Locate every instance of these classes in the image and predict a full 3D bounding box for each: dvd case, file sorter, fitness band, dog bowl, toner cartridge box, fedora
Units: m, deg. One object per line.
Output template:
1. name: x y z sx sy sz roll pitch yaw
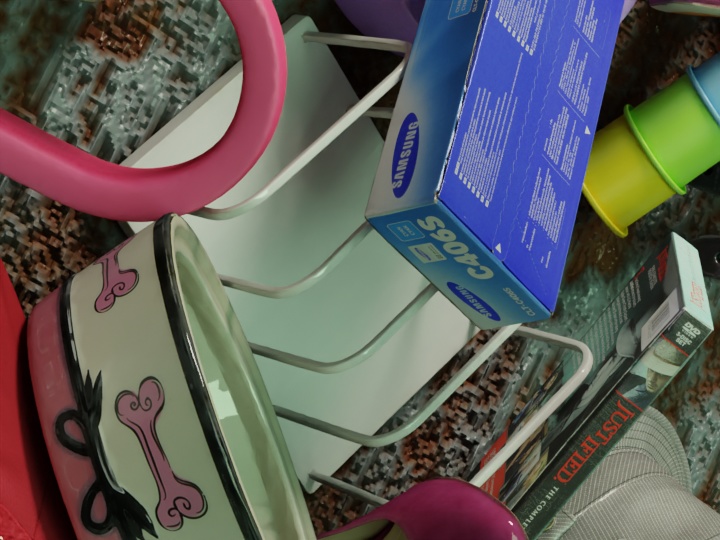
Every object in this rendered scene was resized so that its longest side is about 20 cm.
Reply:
1. dvd case: 0.101 0.078 1.085 0.022 0.146 0.200 36 105 -4
2. file sorter: 0.000 0.000 1.056 0.139 0.124 0.201 -43 117 -21
3. fitness band: -0.125 -0.105 0.942 0.199 0.037 0.144 28 108 -1
4. dog bowl: -0.078 0.081 0.930 0.073 0.200 0.201 -19 111 3
5. toner cartridge box: 0.066 -0.084 1.002 0.095 0.043 0.201 42 51 -36
6. fedora: 0.144 0.178 1.181 0.200 0.090 0.178 -38 130 -25

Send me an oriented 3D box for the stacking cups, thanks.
1. stacking cups: 0.205 -0.094 1.153 0.199 0.061 0.061 -33 119 14

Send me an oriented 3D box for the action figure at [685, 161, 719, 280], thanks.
1. action figure: 0.256 -0.029 1.255 0.199 0.069 0.131 5 88 -49

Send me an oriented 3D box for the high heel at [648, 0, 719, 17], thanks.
1. high heel: 0.201 -0.189 1.155 0.200 0.067 0.097 -25 121 -57

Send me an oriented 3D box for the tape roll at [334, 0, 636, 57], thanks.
1. tape roll: 0.066 -0.200 1.091 0.199 0.065 0.202 -11 107 -37

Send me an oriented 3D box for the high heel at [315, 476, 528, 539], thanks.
1. high heel: -0.005 0.150 1.006 0.096 0.200 0.068 -27 88 -36

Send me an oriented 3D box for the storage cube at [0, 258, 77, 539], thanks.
1. storage cube: -0.205 0.122 0.871 0.199 0.180 0.172 -19 112 9
